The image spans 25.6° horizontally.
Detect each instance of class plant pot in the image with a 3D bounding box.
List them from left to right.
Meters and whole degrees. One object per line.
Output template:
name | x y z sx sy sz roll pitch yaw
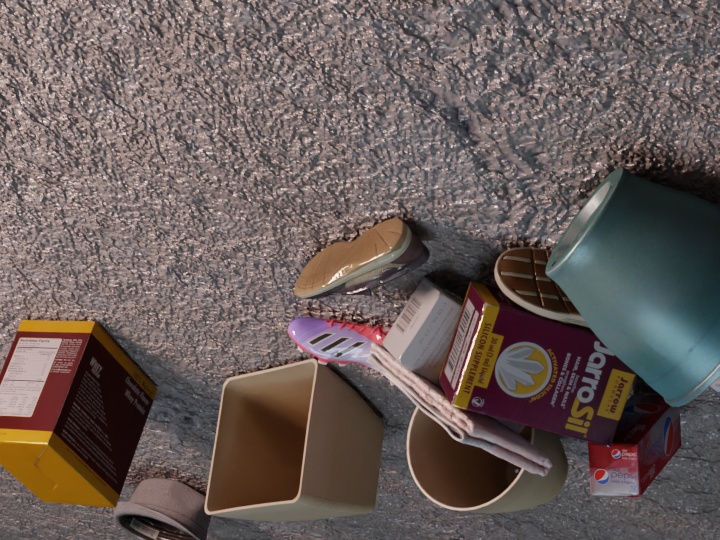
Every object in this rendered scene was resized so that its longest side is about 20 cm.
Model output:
plant pot | -0.077 0.259 2.229 0.176 0.201 0.199 26 152 -38
plant pot | 0.189 0.244 2.089 0.186 0.189 0.200 -4 159 32
plant pot | 0.297 0.003 1.602 0.187 0.201 0.200 35 149 -3

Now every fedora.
fedora | -0.321 0.415 2.700 0.199 0.091 0.177 5 148 31

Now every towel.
towel | 0.118 0.170 1.914 0.200 0.032 0.191 39 -173 41

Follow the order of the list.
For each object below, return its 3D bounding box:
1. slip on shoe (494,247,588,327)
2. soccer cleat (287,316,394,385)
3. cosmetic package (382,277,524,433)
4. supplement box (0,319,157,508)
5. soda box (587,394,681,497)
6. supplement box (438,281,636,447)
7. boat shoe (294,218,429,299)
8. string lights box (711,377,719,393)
slip on shoe | 0.245 0.028 1.788 0.198 0.077 0.061 12 161 -3
soccer cleat | 0.006 0.091 2.032 0.199 0.067 0.077 22 121 1
cosmetic package | 0.135 0.104 1.916 0.199 0.102 0.074 30 -174 -23
supplement box | -0.421 0.206 2.287 0.132 0.201 0.198 0 147 26
soda box | 0.336 0.210 1.924 0.063 0.200 0.071 0 103 25
supplement box | 0.206 0.108 1.827 0.198 0.132 0.103 15 -168 -10
boat shoe | 0.000 0.000 1.860 0.065 0.072 0.199 38 139 -25
string lights box | 0.494 0.139 1.829 0.102 0.059 0.200 -10 148 40
